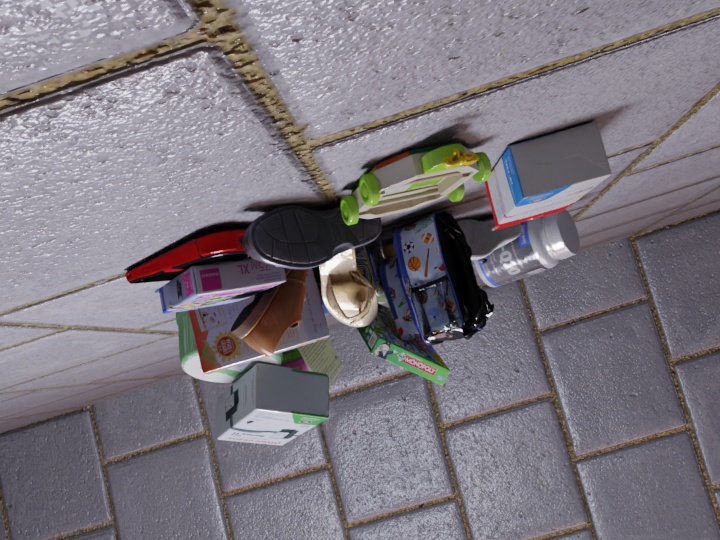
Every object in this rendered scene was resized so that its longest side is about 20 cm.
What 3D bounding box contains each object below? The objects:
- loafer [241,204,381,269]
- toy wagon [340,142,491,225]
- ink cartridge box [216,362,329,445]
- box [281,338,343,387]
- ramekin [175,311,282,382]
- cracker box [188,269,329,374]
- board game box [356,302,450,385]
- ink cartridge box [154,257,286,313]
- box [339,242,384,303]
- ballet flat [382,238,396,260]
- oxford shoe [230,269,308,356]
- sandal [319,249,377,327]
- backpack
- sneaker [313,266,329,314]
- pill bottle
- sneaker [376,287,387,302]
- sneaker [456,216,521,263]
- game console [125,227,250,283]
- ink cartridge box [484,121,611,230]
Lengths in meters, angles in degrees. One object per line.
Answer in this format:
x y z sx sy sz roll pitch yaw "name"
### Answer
-0.060 -0.038 0.855 0.197 0.074 0.062 -14 178 -42 "loafer"
0.067 -0.100 0.795 0.151 0.041 0.200 -14 171 -22 "toy wagon"
-0.162 0.247 1.320 0.143 0.085 0.200 12 149 -27 "ink cartridge box"
-0.161 0.156 1.445 0.173 0.204 0.097 -20 -165 34 "box"
-0.223 0.121 1.270 0.193 0.100 0.201 -4 153 -2 "ramekin"
-0.155 0.062 1.101 0.194 0.138 0.058 -15 173 -6 "cracker box"
0.052 0.103 1.166 0.132 0.030 0.200 25 -169 -21 "board game box"
-0.186 0.021 0.942 0.116 0.043 0.198 -9 176 -30 "ink cartridge box"
0.000 0.000 1.155 0.063 0.072 0.200 -19 -179 8 "box"
0.083 -0.017 1.336 0.067 0.065 0.200 -15 173 9 "ballet flat"
-0.102 0.037 0.998 0.071 0.071 0.202 -32 -159 45 "oxford shoe"
-0.019 0.033 1.000 0.075 0.071 0.215 -13 135 3 "sandal"
0.116 0.012 1.137 0.150 0.197 0.200 -12 178 15 "backpack"
-0.067 0.010 1.225 0.068 0.080 0.200 -16 -165 -14 "sneaker"
0.335 -0.048 1.481 0.197 0.117 0.112 -23 170 38 "pill bottle"
-0.004 0.034 1.309 0.088 0.069 0.197 -23 -163 -36 "sneaker"
0.195 -0.043 1.333 0.197 0.076 0.118 -14 166 -38 "sneaker"
-0.170 -0.019 0.922 0.173 0.032 0.198 -15 174 35 "game console"
0.230 -0.114 0.944 0.113 0.069 0.200 -15 172 -3 "ink cartridge box"
